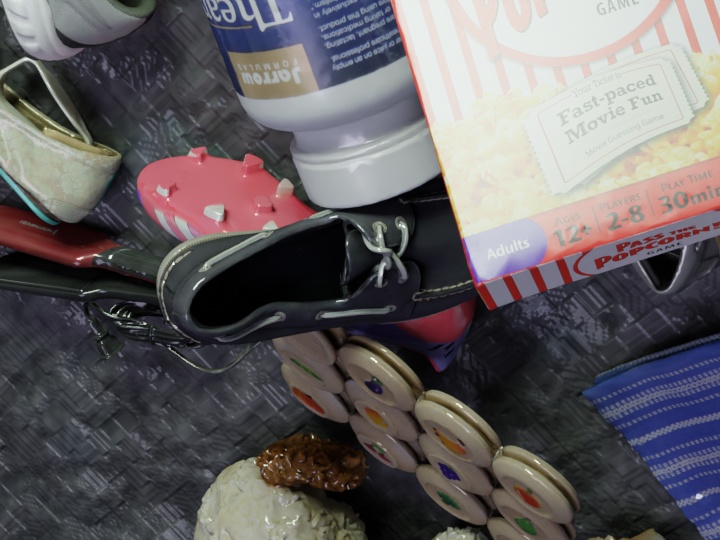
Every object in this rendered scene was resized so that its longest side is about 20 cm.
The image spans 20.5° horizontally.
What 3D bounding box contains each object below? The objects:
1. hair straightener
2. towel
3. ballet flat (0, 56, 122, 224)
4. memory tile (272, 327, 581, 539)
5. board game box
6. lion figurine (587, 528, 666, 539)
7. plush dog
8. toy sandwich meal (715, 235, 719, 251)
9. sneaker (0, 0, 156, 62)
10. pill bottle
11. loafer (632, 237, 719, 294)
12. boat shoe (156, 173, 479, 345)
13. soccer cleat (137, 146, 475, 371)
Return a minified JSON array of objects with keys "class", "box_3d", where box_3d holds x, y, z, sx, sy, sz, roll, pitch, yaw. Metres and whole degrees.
[{"class":"hair straightener","box_3d":[-0.135,0.016,1.169,0.200,0.041,0.077,11,125,18]},{"class":"towel","box_3d":[0.215,0.120,1.020,0.200,0.024,0.145,51,148,-9]},{"class":"ballet flat","box_3d":[-0.216,-0.111,1.122,0.200,0.067,0.062,43,103,-7]},{"class":"memory tile","box_3d":[0.031,0.089,1.071,0.200,0.017,0.153,35,161,15]},{"class":"board game box","box_3d":[0.095,-0.102,0.838,0.151,0.046,0.200,-18,73,7]},{"class":"lion figurine","box_3d":[0.146,0.237,1.127,0.122,0.072,0.200,28,127,3]},{"class":"plush dog","box_3d":[-0.036,0.190,1.167,0.172,0.160,0.200,56,133,17]},{"class":"toy sandwich meal","box_3d":[0.236,-0.061,0.844,0.070,0.205,0.205,21,141,-35]},{"class":"sneaker","box_3d":[-0.163,-0.205,1.020,0.079,0.074,0.200,-7,122,22]},{"class":"pill bottle","box_3d":[-0.020,-0.136,0.952,0.111,0.111,0.200,-6,116,32]},{"class":"loafer","box_3d":[0.129,-0.083,0.922,0.070,0.070,0.200,-8,116,33]},{"class":"boat shoe","box_3d":[0.000,0.000,0.983,0.200,0.063,0.073,-11,102,-7]},{"class":"soccer cleat","box_3d":[-0.033,-0.005,1.078,0.200,0.067,0.077,19,131,14]}]
